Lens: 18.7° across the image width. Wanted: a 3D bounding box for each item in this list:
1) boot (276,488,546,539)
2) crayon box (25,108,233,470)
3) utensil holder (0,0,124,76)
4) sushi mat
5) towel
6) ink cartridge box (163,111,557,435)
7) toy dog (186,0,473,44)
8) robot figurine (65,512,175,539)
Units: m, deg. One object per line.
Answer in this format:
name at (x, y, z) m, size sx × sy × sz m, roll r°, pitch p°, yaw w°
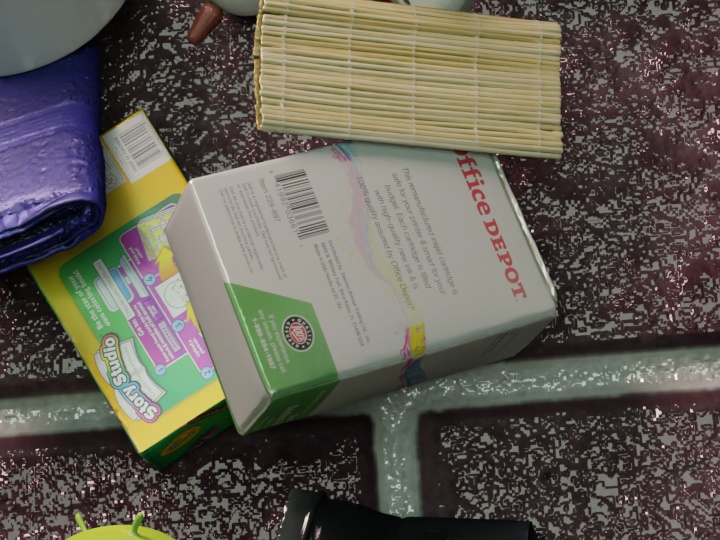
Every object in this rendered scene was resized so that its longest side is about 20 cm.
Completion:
boot at (0.019, 0.235, 1.319) m, size 0.168 × 0.076 × 0.200 m, roll 9°, pitch 71°, yaw 13°
crayon box at (-0.136, 0.012, 1.406) m, size 0.119 × 0.058 × 0.200 m, roll -32°, pitch 74°, yaw -2°
utensil holder at (-0.249, -0.246, 1.389) m, size 0.170 × 0.200 × 0.170 m, roll -11°, pitch 48°, yaw 12°
sushi mat at (0.031, -0.121, 1.347) m, size 0.200 × 0.012 × 0.096 m, roll 5°, pitch 72°, yaw -17°
towel at (-0.231, -0.073, 1.400) m, size 0.147 × 0.050 × 0.200 m, roll -16°, pitch 43°, yaw 6°
ink cartridge box at (0.000, 0.000, 1.343) m, size 0.200 × 0.088 × 0.146 m, roll -16°, pitch 74°, yaw -22°
toy dog at (-0.038, -0.176, 1.413) m, size 0.200 × 0.132 × 0.096 m, roll 13°, pitch 80°, yaw 38°
robot figurine at (-0.141, 0.244, 1.308) m, size 0.175 × 0.116 × 0.200 m, roll -10°, pitch 84°, yaw 50°
